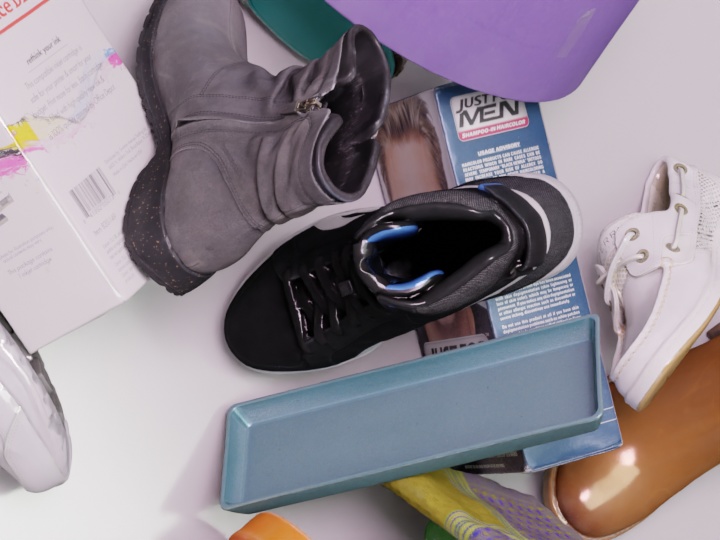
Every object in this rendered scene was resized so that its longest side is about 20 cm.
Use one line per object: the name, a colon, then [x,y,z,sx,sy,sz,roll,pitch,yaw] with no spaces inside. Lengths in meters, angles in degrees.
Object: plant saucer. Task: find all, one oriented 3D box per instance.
plant saucer: [0.026,0.074,1.399,0.070,0.200,0.019,-87,157,-45]

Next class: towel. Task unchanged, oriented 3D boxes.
towel: [0.105,0.145,1.392,0.144,0.200,0.023,25,94,-43]

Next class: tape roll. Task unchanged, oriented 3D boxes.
tape roll: [0.050,-0.181,1.426,0.200,0.200,0.085,22,120,-21]

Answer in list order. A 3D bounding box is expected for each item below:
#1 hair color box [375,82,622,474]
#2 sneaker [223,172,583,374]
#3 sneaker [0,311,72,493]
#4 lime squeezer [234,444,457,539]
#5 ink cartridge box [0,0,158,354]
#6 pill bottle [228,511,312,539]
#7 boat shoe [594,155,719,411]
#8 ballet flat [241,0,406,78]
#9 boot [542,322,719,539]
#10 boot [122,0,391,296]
hair color box: [0.067,0.003,1.468,0.060,0.100,0.200,-13,90,-22]
sneaker: [0.000,0.000,1.376,0.112,0.200,0.073,-8,77,-65]
sneaker: [-0.219,0.038,1.358,0.099,0.078,0.200,-37,107,1]
lime squeezer: [0.028,0.137,1.470,0.200,0.038,0.071,44,69,-15]
ink cartridge box: [-0.166,-0.076,1.361,0.200,0.067,0.116,58,30,-9]
pill bottle: [-0.094,0.206,1.369,0.200,0.106,0.106,-42,102,-22]
boat shoe: [0.153,0.002,1.496,0.069,0.071,0.200,34,32,-2]
ballet flat: [-0.050,-0.172,1.452,0.200,0.076,0.064,34,52,-21]
boot: [0.197,0.069,1.490,0.200,0.155,0.074,-40,101,-23]
boot: [-0.040,-0.085,1.364,0.070,0.132,0.200,37,38,-38]
